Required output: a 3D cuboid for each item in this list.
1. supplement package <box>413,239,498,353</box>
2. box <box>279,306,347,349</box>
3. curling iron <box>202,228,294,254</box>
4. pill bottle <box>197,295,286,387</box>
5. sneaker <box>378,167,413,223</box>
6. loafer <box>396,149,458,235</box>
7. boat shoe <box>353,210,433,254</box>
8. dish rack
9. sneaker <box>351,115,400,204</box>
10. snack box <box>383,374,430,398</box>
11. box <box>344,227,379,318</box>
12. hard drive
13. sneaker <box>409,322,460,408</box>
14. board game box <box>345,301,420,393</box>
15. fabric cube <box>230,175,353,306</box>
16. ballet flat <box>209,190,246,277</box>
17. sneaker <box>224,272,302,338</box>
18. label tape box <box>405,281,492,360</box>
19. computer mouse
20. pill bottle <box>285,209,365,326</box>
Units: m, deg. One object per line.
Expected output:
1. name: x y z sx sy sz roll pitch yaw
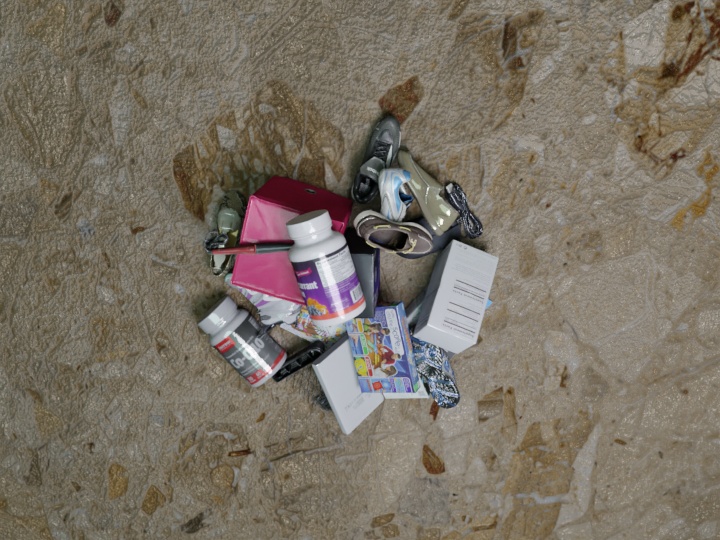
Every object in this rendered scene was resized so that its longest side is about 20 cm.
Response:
1. supplement package: 0.202 0.058 1.356 0.109 0.114 0.200 21 70 -4
2. box: -0.069 0.112 1.485 0.200 0.039 0.137 27 109 -5
3. curling iron: -0.210 -0.050 1.237 0.199 0.026 0.050 4 112 3
4. pill bottle: -0.275 0.163 1.477 0.114 0.114 0.200 -38 103 15
5. sneaker: 0.072 -0.122 1.328 0.072 0.072 0.200 8 131 11
6. loafer: 0.140 -0.171 1.339 0.068 0.076 0.200 -28 85 6
7. boat shoe: 0.077 -0.065 1.303 0.200 0.060 0.072 17 122 -37
8. dish rack: -0.092 0.263 1.509 0.153 0.055 0.200 -32 113 26
9. sneaker: 0.034 -0.223 1.335 0.066 0.091 0.200 22 109 -5
10. snack box: 0.079 0.215 1.467 0.116 0.037 0.200 -6 125 28
11. box: 0.000 0.000 1.356 0.079 0.200 0.142 -2 109 6
12. hard drive: -0.025 0.256 1.459 0.026 0.132 0.200 7 127 48
13. sneaker: 0.158 0.208 1.419 0.076 0.077 0.200 -21 96 11
14. board game box: 0.046 0.169 1.387 0.135 0.034 0.201 -5 104 28
15. fabric cube: -0.140 -0.066 1.345 0.196 0.199 0.200 17 109 -1
16. ballet flat: -0.298 -0.074 1.418 0.068 0.075 0.201 16 109 0
17. sneaker: -0.225 0.082 1.432 0.199 0.078 0.140 10 90 20
18. label tape box: 0.184 0.112 1.454 0.143 0.066 0.200 38 109 -9
19. computer mouse: 0.156 -0.089 1.393 0.200 0.053 0.139 -28 106 13
20. pill bottle: -0.070 -0.007 1.196 0.111 0.111 0.201 -15 106 9
